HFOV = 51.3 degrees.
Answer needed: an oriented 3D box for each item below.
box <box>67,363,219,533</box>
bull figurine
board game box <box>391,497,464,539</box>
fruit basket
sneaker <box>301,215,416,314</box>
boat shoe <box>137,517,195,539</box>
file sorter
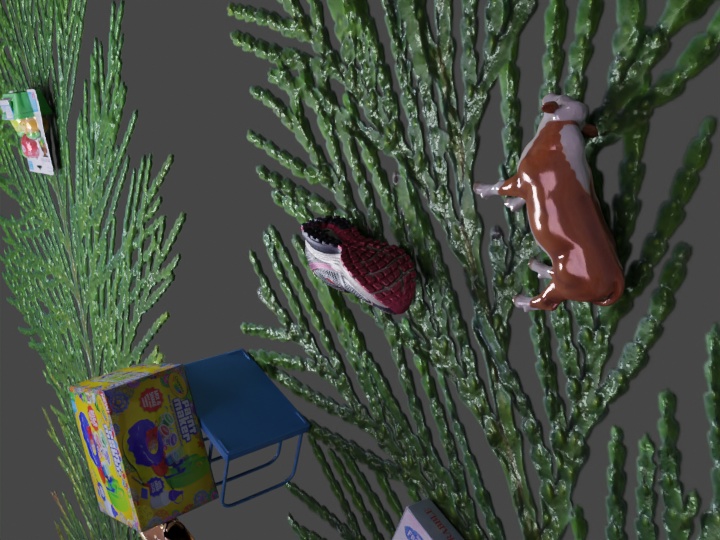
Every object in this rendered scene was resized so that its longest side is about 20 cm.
[{"bbox_3d":[-0.322,0.249,1.101,0.192,0.122,0.201,-11,94,54],"label":"box"},{"bbox_3d":[0.174,-0.058,0.683,0.121,0.065,0.201,-27,74,54],"label":"bull figurine"},{"bbox_3d":[0.098,0.413,0.889,0.200,0.041,0.200,45,130,36],"label":"board game box"},{"bbox_3d":[-0.798,-0.332,1.804,0.185,0.094,0.201,15,112,49],"label":"fruit basket"},{"bbox_3d":[0.000,0.000,0.907,0.200,0.080,0.075,39,141,49],"label":"sneaker"},{"bbox_3d":[-0.372,0.517,1.472,0.200,0.072,0.068,30,115,37],"label":"boat shoe"},{"bbox_3d":[-0.195,0.238,1.143,0.200,0.138,0.123,39,130,39],"label":"file sorter"}]
